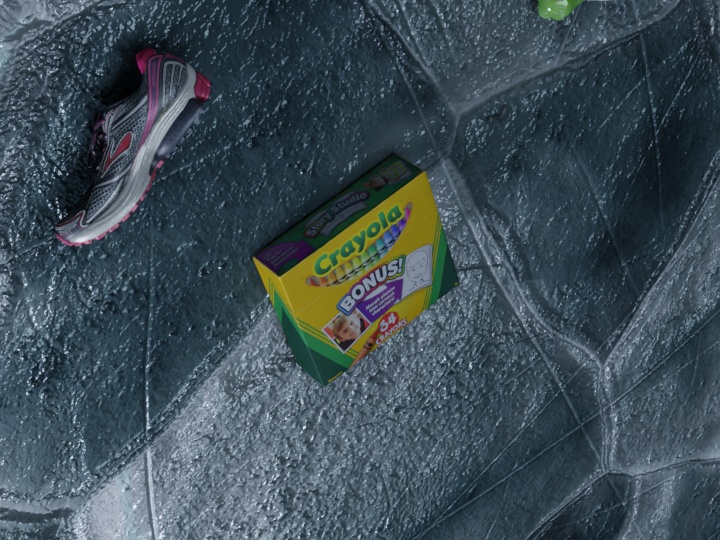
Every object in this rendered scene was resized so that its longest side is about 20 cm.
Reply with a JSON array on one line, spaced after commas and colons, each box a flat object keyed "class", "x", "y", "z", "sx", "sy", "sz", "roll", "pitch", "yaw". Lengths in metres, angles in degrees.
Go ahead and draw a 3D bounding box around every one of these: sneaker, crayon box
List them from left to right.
[{"class": "sneaker", "x": -0.220, "y": -0.111, "z": 1.589, "sx": 0.075, "sy": 0.081, "sz": 0.200, "roll": 34, "pitch": 93, "yaw": -20}, {"class": "crayon box", "x": 0.000, "y": 0.000, "z": 1.863, "sx": 0.200, "sy": 0.058, "sz": 0.173, "roll": -37, "pitch": 136, "yaw": -17}]

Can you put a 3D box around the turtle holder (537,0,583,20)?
[{"class": "turtle holder", "x": 0.242, "y": -0.348, "z": 1.807, "sx": 0.131, "sy": 0.185, "sz": 0.142, "roll": -26, "pitch": 100, "yaw": -27}]
